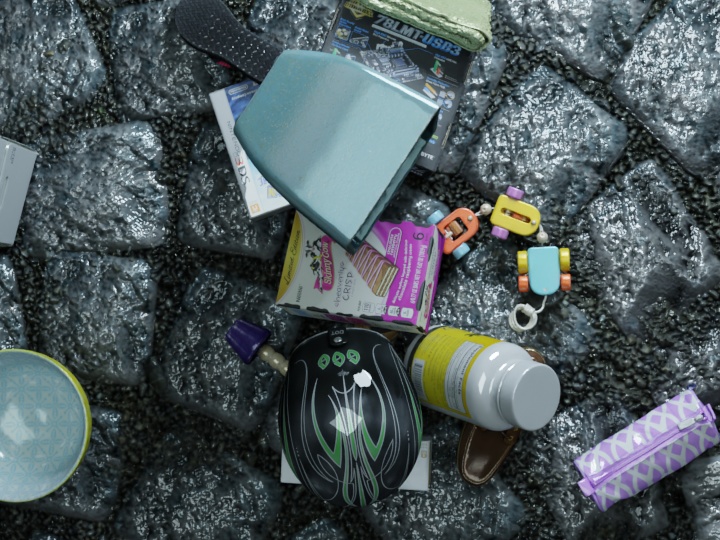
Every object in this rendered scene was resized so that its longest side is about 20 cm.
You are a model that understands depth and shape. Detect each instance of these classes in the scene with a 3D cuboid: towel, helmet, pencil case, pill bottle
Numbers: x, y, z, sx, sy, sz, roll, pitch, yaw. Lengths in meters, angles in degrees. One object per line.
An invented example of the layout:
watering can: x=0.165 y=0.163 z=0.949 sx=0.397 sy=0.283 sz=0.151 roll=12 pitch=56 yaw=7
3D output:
towel: x=0.079 y=-0.353 z=1.512 sx=0.199 sy=0.149 sz=0.037 roll=19 pitch=123 yaw=-5
helmet: x=-0.012 y=0.191 z=1.436 sx=0.198 sy=0.201 sz=0.192 roll=-12 pitch=54 yaw=5
pencil case: x=0.374 y=0.235 z=1.503 sx=0.199 sy=0.085 sz=0.084 roll=-34 pitch=84 yaw=4
pill bottle: x=0.153 y=0.139 z=1.460 sx=0.111 sy=0.199 sz=0.112 roll=-7 pitch=103 yaw=-35

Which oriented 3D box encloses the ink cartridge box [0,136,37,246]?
ink cartridge box: x=-0.567 y=-0.126 z=1.564 sx=0.198 sy=0.145 sz=0.146 roll=15 pitch=89 yaw=6

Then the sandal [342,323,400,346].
sandal: x=0.031 y=0.069 z=1.552 sx=0.082 sy=0.055 sz=0.200 roll=41 pitch=92 yaw=5

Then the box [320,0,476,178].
box: x=0.037 y=-0.251 z=1.533 sx=0.199 sy=0.050 sz=0.200 roll=20 pitch=79 yaw=-7

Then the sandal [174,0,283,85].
sandal: x=-0.176 y=-0.307 z=1.580 sx=0.200 sy=0.045 sz=0.075 roll=38 pitch=81 yaw=16

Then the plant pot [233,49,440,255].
plant pot: x=-0.039 y=-0.159 z=1.402 sx=0.199 sy=0.196 sz=0.196 roll=34 pitch=90 yaw=2

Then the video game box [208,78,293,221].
video game box: x=-0.085 y=-0.185 z=1.574 sx=0.199 sy=0.047 sz=0.184 roll=-20 pitch=89 yaw=3

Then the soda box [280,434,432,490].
soda box: x=-0.004 y=0.252 z=1.547 sx=0.198 sy=0.064 sz=0.069 roll=2 pitch=89 yaw=5

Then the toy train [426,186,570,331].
toy train: x=0.189 y=-0.023 z=1.544 sx=0.150 sy=0.056 sz=0.200 roll=-42 pitch=84 yaw=8

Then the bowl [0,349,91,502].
bowl: x=-0.448 y=0.204 z=1.565 sx=0.198 sy=0.108 sz=0.202 roll=0 pitch=89 yaw=5

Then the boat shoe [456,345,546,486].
boat shoe: x=0.184 y=0.193 z=1.529 sx=0.072 sy=0.068 sz=0.201 roll=27 pitch=91 yaw=5

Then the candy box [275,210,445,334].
candy box: x=0.000 y=0.000 z=1.519 sx=0.198 sy=0.061 sz=0.137 roll=7 pitch=77 yaw=21

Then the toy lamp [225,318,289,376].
toy lamp: x=-0.095 y=0.137 z=1.561 sx=0.199 sy=0.058 sz=0.058 roll=37 pitch=92 yaw=6
